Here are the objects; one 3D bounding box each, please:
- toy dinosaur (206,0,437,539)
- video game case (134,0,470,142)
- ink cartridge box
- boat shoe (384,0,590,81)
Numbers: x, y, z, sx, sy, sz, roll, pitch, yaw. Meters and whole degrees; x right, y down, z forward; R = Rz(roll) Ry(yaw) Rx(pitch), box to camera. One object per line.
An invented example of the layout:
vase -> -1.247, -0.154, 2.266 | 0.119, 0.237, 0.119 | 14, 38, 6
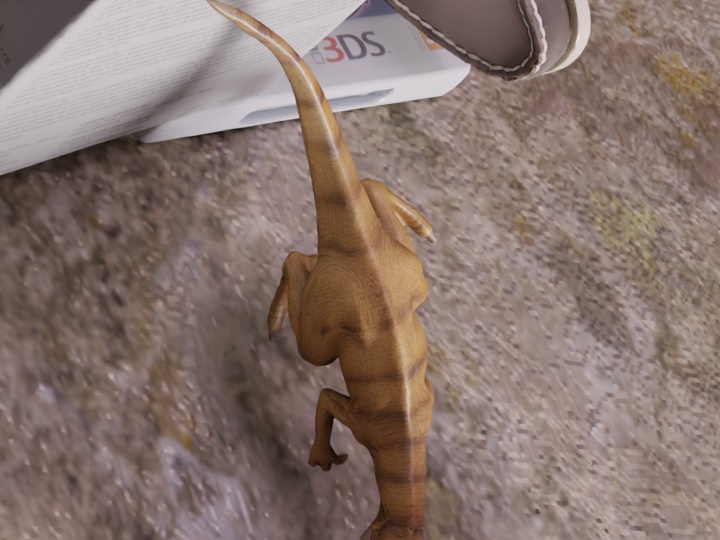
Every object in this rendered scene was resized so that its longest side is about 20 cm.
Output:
toy dinosaur -> 0.000, 0.000, 0.830 | 0.106, 0.060, 0.201 | -119, -166, -74
video game case -> -0.061, -0.143, 0.976 | 0.182, 0.023, 0.201 | -14, 71, -54
ink cartridge box -> -0.039, -0.099, 0.782 | 0.162, 0.200, 0.050 | -22, 76, -45
boat shoe -> -0.002, -0.140, 0.966 | 0.200, 0.072, 0.059 | 50, 40, 0
